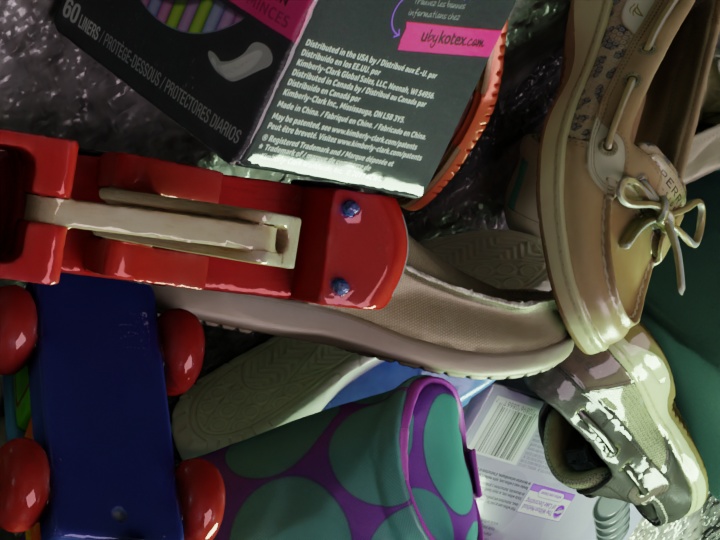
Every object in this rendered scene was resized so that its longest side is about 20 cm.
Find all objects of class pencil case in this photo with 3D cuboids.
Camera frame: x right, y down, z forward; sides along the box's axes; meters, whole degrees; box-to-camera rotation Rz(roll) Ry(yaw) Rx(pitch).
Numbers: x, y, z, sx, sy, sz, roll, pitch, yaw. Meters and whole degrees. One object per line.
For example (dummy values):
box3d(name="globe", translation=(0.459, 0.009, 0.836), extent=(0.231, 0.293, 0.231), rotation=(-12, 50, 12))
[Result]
box3d(name="pencil case", translation=(-0.045, 0.113, 0.981), extent=(0.200, 0.085, 0.092), rotation=(-20, 155, 20))

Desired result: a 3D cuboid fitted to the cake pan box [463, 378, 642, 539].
box3d(name="cake pan box", translation=(0.058, 0.139, 1.212), extent=(0.200, 0.052, 0.185), rotation=(17, 103, -51))

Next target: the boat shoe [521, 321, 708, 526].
box3d(name="boat shoe", translation=(0.115, 0.074, 1.129), extent=(0.066, 0.072, 0.201), rotation=(-37, 149, -6))

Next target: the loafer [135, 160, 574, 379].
box3d(name="loafer", translation=(0.000, 0.000, 0.980), extent=(0.199, 0.076, 0.068), rotation=(10, 93, -21))

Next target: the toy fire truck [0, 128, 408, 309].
box3d(name="toy fire truck", translation=(-0.065, -0.016, 0.850), extent=(0.199, 0.141, 0.049), rotation=(8, 91, -20))

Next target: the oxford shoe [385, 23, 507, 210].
box3d(name="oxford shoe", translation=(0.026, -0.115, 0.986), extent=(0.072, 0.071, 0.200), rotation=(7, 123, -15))

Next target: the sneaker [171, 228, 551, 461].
box3d(name="sneaker", translation=(0.014, 0.067, 1.084), extent=(0.200, 0.077, 0.111), rotation=(-31, 131, -20))

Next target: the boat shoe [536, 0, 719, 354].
box3d(name="boat shoe", translation=(0.119, -0.058, 1.029), extent=(0.073, 0.063, 0.200), rotation=(53, 39, -52))

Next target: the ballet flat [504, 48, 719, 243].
box3d(name="ballet flat", translation=(0.151, -0.071, 1.137), extent=(0.200, 0.069, 0.070), rotation=(-26, 135, -30))

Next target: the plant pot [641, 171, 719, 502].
box3d(name="plant pot", translation=(0.210, 0.032, 1.162), extent=(0.141, 0.200, 0.141), rotation=(-38, 140, -17))

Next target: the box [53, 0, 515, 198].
box3d(name="box", translation=(-0.006, -0.144, 0.866), extent=(0.106, 0.122, 0.200), rotation=(9, 111, -49))

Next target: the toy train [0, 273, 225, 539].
box3d(name="toy train", translation=(-0.108, 0.109, 0.893), extent=(0.084, 0.200, 0.116), rotation=(8, 139, -23))
